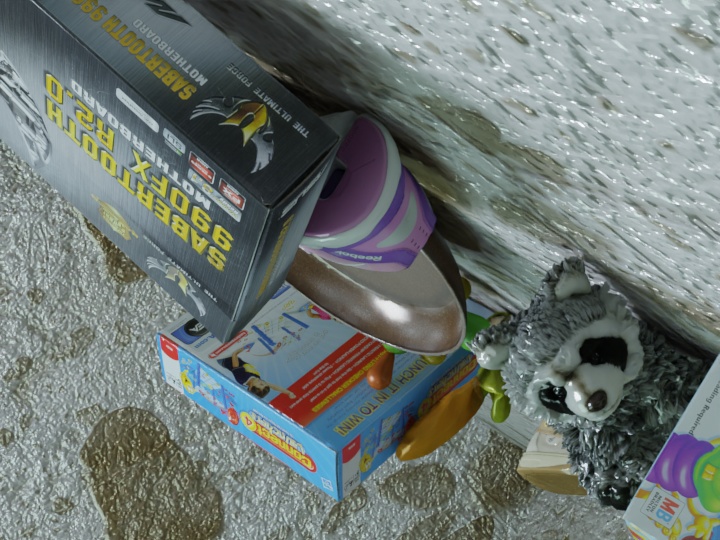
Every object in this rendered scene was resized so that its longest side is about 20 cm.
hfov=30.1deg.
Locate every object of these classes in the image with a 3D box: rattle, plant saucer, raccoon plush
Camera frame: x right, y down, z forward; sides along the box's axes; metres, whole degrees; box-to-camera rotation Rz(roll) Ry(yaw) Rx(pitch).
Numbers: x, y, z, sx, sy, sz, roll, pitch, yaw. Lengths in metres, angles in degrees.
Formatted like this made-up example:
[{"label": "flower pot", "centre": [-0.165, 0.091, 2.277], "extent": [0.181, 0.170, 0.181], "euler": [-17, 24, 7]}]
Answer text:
[{"label": "rattle", "centre": [0.152, 0.133, 1.009], "extent": [0.199, 0.143, 0.130], "euler": [39, 156, -6]}, {"label": "plant saucer", "centre": [-0.012, -0.022, 0.836], "extent": [0.199, 0.032, 0.201], "euler": [31, 157, 14]}, {"label": "raccoon plush", "centre": [0.107, 0.049, 0.732], "extent": [0.134, 0.097, 0.200], "euler": [42, 173, -16]}]

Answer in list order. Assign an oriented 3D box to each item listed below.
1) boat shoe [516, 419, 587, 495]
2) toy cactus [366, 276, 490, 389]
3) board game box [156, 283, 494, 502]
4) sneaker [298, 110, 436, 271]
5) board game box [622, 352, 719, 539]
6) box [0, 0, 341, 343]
[{"label": "boat shoe", "centre": [0.219, 0.149, 1.118], "extent": [0.199, 0.070, 0.074], "euler": [-4, 148, 44]}, {"label": "toy cactus", "centre": [0.000, 0.000, 0.971], "extent": [0.200, 0.102, 0.165], "euler": [39, 169, 23]}, {"label": "board game box", "centre": [-0.025, 0.063, 1.078], "extent": [0.195, 0.199, 0.056], "euler": [30, 138, 31]}, {"label": "sneaker", "centre": [-0.036, -0.048, 0.706], "extent": [0.199, 0.081, 0.088], "euler": [27, 177, 44]}, {"label": "board game box", "centre": [0.202, 0.119, 0.627], "extent": [0.102, 0.105, 0.200], "euler": [30, 170, 26]}, {"label": "box", "centre": [-0.109, -0.073, 0.602], "extent": [0.200, 0.048, 0.159], "euler": [42, 155, 6]}]
